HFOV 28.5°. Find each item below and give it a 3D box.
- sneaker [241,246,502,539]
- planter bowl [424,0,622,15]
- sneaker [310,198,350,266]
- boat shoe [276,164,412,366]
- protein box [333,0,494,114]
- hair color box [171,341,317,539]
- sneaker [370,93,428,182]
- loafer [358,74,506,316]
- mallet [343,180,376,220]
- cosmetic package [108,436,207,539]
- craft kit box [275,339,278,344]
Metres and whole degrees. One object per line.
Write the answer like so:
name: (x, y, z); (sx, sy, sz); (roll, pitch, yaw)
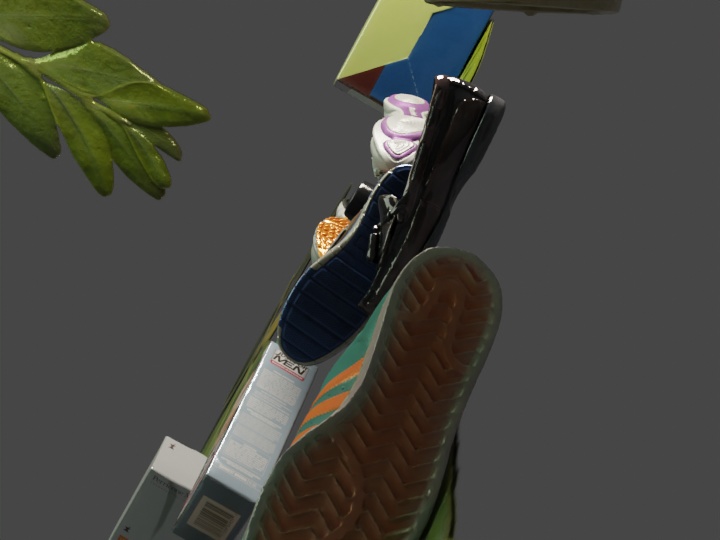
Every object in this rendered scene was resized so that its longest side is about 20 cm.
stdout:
sneaker: (0.003, 0.085, 0.655); (0.201, 0.071, 0.080); (-58, -2, -29)
planter bowl: (0.100, -0.221, 0.840); (0.200, 0.198, 0.137); (-88, 1, -81)
sneaker: (-0.016, -0.007, 1.483); (0.200, 0.075, 0.093); (-50, -17, -73)
boat shoe: (0.000, 0.000, 1.250); (0.201, 0.072, 0.072); (-51, -1, -4)
protein box: (0.070, -0.298, 1.844); (0.200, 0.134, 0.200); (-61, 5, 3)
hair color box: (-0.113, 0.176, 1.414); (0.099, 0.060, 0.201); (-57, 5, 39)
sneaker: (0.048, -0.129, 1.584); (0.200, 0.074, 0.101); (-72, -6, -69)
loafer: (0.042, -0.057, 1.102); (0.201, 0.063, 0.072); (-61, 4, -7)
mallet: (0.034, -0.049, 1.389); (0.041, 0.065, 0.200); (-58, -10, 4)
cosmetic package: (-0.265, 0.331, 1.918); (0.201, 0.101, 0.071); (-59, 5, 34)
craft kit box: (-0.102, 0.144, 1.623); (0.201, 0.048, 0.197); (-62, 7, -9)
